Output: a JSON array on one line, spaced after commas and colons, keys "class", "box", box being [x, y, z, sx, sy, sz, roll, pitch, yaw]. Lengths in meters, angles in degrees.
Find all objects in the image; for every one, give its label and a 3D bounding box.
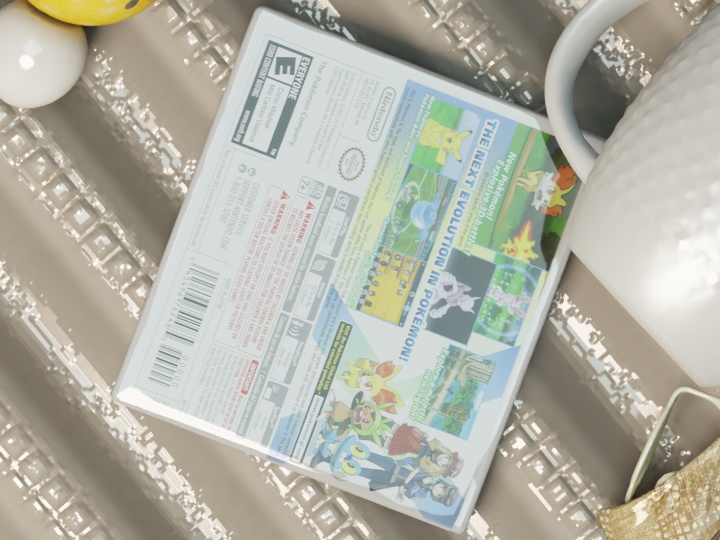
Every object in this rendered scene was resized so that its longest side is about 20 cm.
[{"class": "ballet flat", "box": [0.184, 0.064, 1.034, 0.065, 0.071, 0.200, 40, 88, 13]}, {"class": "stacking toy", "box": [-0.118, -0.164, 1.010, 0.145, 0.146, 0.201, 27, 111, -1]}, {"class": "video game case", "box": [0.000, 0.000, 1.051, 0.181, 0.022, 0.201, 21, 91, -1]}, {"class": "mug", "box": [0.169, -0.057, 0.989, 0.175, 0.148, 0.200, -44, 64, 3]}]
